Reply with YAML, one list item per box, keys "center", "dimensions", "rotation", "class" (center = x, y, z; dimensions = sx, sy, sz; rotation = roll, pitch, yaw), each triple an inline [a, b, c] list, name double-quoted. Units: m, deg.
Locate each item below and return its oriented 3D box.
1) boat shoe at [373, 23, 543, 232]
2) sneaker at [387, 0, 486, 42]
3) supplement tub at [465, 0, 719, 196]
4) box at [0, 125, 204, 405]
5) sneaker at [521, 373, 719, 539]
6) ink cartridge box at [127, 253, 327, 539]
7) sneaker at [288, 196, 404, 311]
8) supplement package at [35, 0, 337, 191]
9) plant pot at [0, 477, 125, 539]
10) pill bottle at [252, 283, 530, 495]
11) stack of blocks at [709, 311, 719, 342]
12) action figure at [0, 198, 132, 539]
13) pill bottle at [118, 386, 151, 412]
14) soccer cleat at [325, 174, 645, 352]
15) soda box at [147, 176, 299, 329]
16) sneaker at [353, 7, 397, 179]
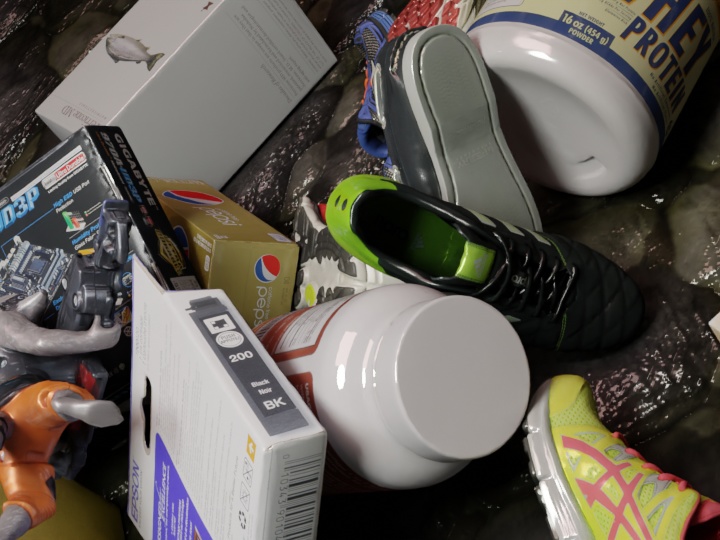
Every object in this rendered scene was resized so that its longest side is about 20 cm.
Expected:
- center: [0.060, -0.050, 0.998]
  dimensions: [0.075, 0.202, 0.060]
  rotation: [-15, 7, -29]
  class: "boat shoe"
- center: [0.078, -0.174, 1.139]
  dimensions: [0.078, 0.082, 0.200]
  rotation: [-39, 10, 25]
  class: "sneaker"
- center: [0.159, -0.165, 1.045]
  dimensions: [0.144, 0.145, 0.201]
  rotation: [7, 57, 45]
  class: "supplement tub"
- center: [-0.208, 0.024, 1.078]
  dimensions: [0.199, 0.046, 0.160]
  rotation: [-33, 79, 21]
  class: "box"
- center: [0.142, 0.128, 0.829]
  dimensions: [0.090, 0.078, 0.201]
  rotation: [-23, 45, 9]
  class: "sneaker"
- center: [-0.083, 0.119, 0.933]
  dimensions: [0.043, 0.200, 0.200]
  rotation: [-10, 35, -25]
  class: "ink cartridge box"
- center: [0.000, 0.000, 1.087]
  dimensions: [0.200, 0.084, 0.078]
  rotation: [-143, 61, -70]
  class: "sneaker"
- center: [-0.141, -0.150, 1.319]
  dimensions: [0.200, 0.117, 0.117]
  rotation: [-49, 38, -11]
  class: "supplement package"
- center: [-0.267, 0.216, 1.006]
  dimensions: [0.199, 0.177, 0.201]
  rotation: [-34, 37, 8]
  class: "plant pot"
- center: [0.007, 0.069, 0.920]
  dimensions: [0.113, 0.112, 0.199]
  rotation: [-58, 19, -23]
  class: "pill bottle"
- center: [0.292, 0.001, 0.828]
  dimensions: [0.200, 0.059, 0.115]
  rotation: [-43, 36, -3]
  class: "stack of blocks"
- center: [-0.193, 0.056, 0.960]
  dimensions: [0.194, 0.104, 0.202]
  rotation: [-127, 48, -59]
  class: "action figure"
- center: [-0.242, 0.069, 1.187]
  dimensions: [0.198, 0.114, 0.115]
  rotation: [-13, 44, 31]
  class: "pill bottle"
- center: [0.073, 0.001, 0.924]
  dimensions: [0.081, 0.198, 0.068]
  rotation: [-135, 66, -81]
  class: "soccer cleat"
- center: [-0.112, -0.013, 1.155]
  dimensions: [0.200, 0.063, 0.069]
  rotation: [-147, 63, -61]
  class: "soda box"
- center: [0.025, -0.124, 1.185]
  dimensions: [0.078, 0.075, 0.201]
  rotation: [-37, 35, 10]
  class: "sneaker"
